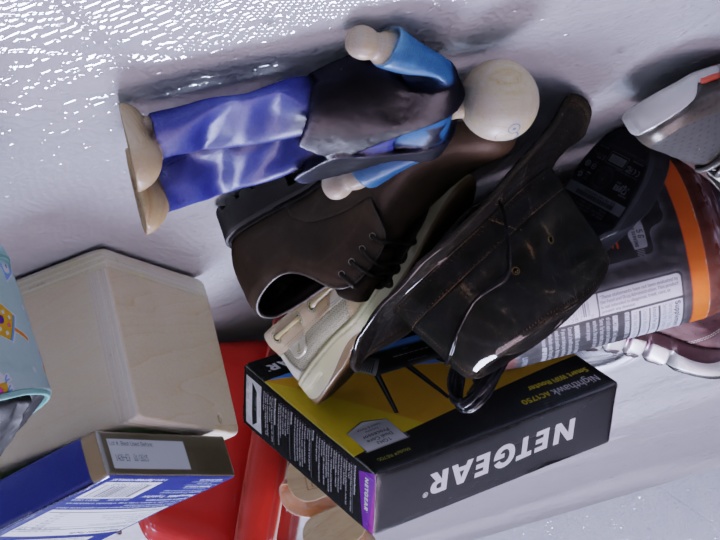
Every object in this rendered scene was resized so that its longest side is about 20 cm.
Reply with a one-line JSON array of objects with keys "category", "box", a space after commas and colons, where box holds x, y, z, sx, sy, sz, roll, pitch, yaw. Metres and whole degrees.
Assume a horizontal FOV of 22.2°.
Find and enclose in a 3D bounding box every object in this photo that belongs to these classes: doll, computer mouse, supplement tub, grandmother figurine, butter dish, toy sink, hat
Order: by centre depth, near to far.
[{"category": "doll", "box": [-0.012, -0.067, 0.874, 0.199, 0.049, 0.137, -13, 153, -8]}, {"category": "hat", "box": [0.084, 0.002, 1.004, 0.201, 0.081, 0.201, -47, 172, -9]}, {"category": "computer mouse", "box": [0.117, 0.001, 1.073, 0.034, 0.059, 0.200, 36, 92, -42]}, {"category": "toy sink", "box": [-0.196, 0.079, 1.112, 0.199, 0.113, 0.130, -19, 164, 18]}, {"category": "supplement tub", "box": [0.161, -0.010, 1.150, 0.199, 0.108, 0.107, -15, 165, -3]}, {"category": "grandmother figurine", "box": [-0.018, 0.141, 1.294, 0.060, 0.122, 0.200, -7, -179, 4]}, {"category": "butter dish", "box": [-0.115, 0.132, 1.319, 0.147, 0.201, 0.200, 7, 166, 7]}]

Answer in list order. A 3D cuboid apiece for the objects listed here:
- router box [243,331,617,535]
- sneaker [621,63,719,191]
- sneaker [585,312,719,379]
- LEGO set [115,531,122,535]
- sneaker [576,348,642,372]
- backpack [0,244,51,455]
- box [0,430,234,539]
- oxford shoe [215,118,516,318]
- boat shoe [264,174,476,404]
[{"category": "router box", "box": [0.045, 0.087, 1.200, 0.199, 0.149, 0.051, -17, 125, -32]}, {"category": "sneaker", "box": [0.229, -0.069, 1.044, 0.199, 0.082, 0.077, 0, 159, -45]}, {"category": "sneaker", "box": [0.179, -0.004, 1.235, 0.199, 0.116, 0.076, 12, -160, -17]}, {"category": "LEGO set", "box": [-0.254, 0.173, 1.386, 0.199, 0.117, 0.154, -12, 165, -11]}, {"category": "sneaker", "box": [0.202, 0.014, 1.350, 0.199, 0.076, 0.114, -28, 161, 22]}, {"category": "backpack", "box": [-0.241, 0.042, 0.850, 0.175, 0.154, 0.200, -9, 174, -29]}, {"category": "box", "box": [-0.187, 0.146, 1.082, 0.199, 0.033, 0.121, -29, 160, 25]}, {"category": "oxford shoe", "box": [0.012, -0.029, 0.975, 0.200, 0.085, 0.072, -30, 155, 37]}, {"category": "boat shoe", "box": [0.000, 0.000, 1.090, 0.072, 0.065, 0.200, -37, 167, -44]}]
